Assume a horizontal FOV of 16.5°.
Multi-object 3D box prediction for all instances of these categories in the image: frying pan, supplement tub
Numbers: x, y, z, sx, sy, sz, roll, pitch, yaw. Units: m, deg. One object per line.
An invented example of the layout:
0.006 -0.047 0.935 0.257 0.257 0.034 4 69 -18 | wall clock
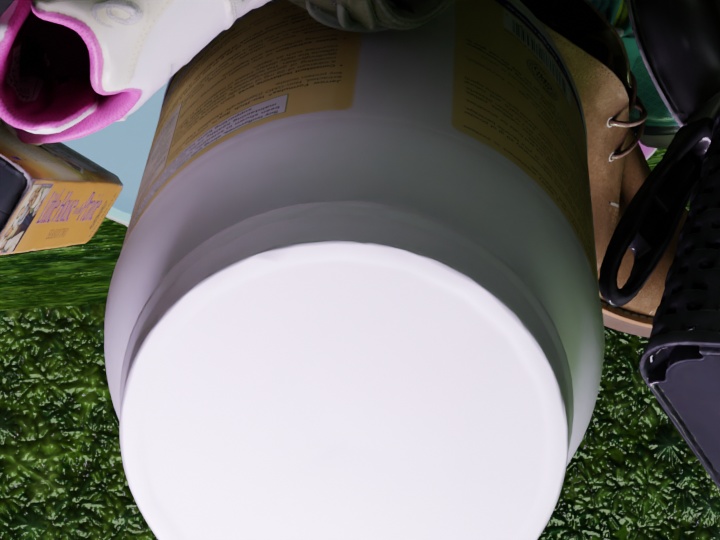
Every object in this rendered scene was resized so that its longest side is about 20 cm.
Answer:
0.113 -0.068 0.824 0.031 0.115 0.190 -30 177 39 | frying pan
0.000 0.000 0.753 0.144 0.146 0.200 -5 -153 6 | supplement tub

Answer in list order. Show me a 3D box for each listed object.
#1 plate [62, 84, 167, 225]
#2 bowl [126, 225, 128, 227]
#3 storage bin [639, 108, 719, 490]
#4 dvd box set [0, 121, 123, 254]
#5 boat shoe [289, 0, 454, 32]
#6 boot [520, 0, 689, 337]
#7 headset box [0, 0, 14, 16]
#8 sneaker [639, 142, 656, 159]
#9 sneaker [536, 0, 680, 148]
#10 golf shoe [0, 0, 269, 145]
-0.071 -0.052 0.953 0.199 0.026 0.200 11 154 6 | plate
-0.045 -0.046 1.230 0.200 0.091 0.201 -4 176 0 | bowl
0.200 0.023 0.736 0.199 0.094 0.135 3 148 33 | storage bin
-0.152 -0.053 0.768 0.146 0.030 0.200 30 -178 0 | dvd box set
0.004 -0.099 0.707 0.072 0.062 0.199 -1 176 -42 | boat shoe
0.081 -0.041 0.886 0.075 0.074 0.200 -37 128 26 | boot
-0.186 -0.087 0.576 0.199 0.078 0.149 -3 176 -16 | headset box
0.028 -0.078 1.024 0.199 0.081 0.089 0 -159 6 | sneaker
0.084 -0.089 0.918 0.199 0.078 0.080 -6 164 -1 | sneaker
-0.088 -0.073 0.712 0.092 0.075 0.200 -48 -169 -26 | golf shoe
